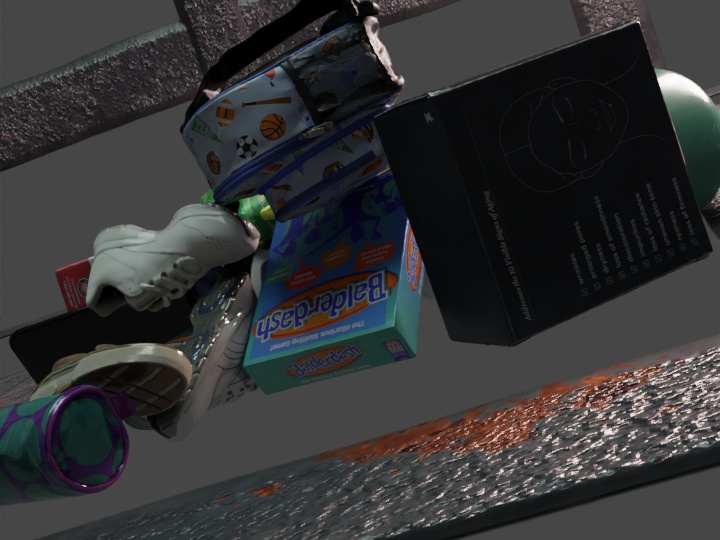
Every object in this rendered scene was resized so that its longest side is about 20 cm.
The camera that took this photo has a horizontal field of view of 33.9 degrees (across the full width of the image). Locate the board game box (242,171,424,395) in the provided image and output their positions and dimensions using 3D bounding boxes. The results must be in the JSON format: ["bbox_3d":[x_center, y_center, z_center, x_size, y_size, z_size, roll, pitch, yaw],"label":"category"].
[{"bbox_3d":[-0.016,0.005,1.057,0.151,0.045,0.201,-17,42,24],"label":"board game box"}]

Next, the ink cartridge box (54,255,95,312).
[{"bbox_3d":[-0.245,0.034,1.425,0.198,0.146,0.084,-19,-1,4],"label":"ink cartridge box"}]

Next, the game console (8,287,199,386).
[{"bbox_3d":[-0.248,0.075,1.277,0.198,0.117,0.176,-19,7,4],"label":"game console"}]

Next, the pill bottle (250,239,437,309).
[{"bbox_3d":[0.000,0.000,1.179,0.198,0.115,0.114,-16,8,26],"label":"pill bottle"}]

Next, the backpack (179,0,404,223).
[{"bbox_3d":[-0.058,-0.126,1.036,0.189,0.155,0.200,-22,-6,-7],"label":"backpack"}]

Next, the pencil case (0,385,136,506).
[{"bbox_3d":[-0.274,0.144,0.949,0.199,0.086,0.092,-14,16,38],"label":"pencil case"}]

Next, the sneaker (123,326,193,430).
[{"bbox_3d":[-0.169,0.101,1.104,0.080,0.072,0.200,-36,1,33],"label":"sneaker"}]

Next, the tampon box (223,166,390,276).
[{"bbox_3d":[-0.055,-0.068,1.321,0.149,0.202,0.126,16,23,23],"label":"tampon box"}]

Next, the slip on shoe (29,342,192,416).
[{"bbox_3d":[-0.206,0.087,0.974,0.199,0.076,0.061,-28,37,44],"label":"slip on shoe"}]

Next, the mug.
[{"bbox_3d":[0.272,-0.131,1.146,0.114,0.187,0.152,-20,-5,-32],"label":"mug"}]

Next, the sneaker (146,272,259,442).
[{"bbox_3d":[-0.120,0.083,1.033,0.074,0.087,0.201,-24,22,32],"label":"sneaker"}]

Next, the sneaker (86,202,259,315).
[{"bbox_3d":[-0.179,-0.003,1.119,0.199,0.074,0.088,-16,48,32],"label":"sneaker"}]

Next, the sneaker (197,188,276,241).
[{"bbox_3d":[-0.142,-0.054,1.231,0.083,0.075,0.199,-23,5,-33],"label":"sneaker"}]

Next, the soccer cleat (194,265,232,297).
[{"bbox_3d":[-0.219,0.048,1.325,0.083,0.065,0.200,23,-44,-35],"label":"soccer cleat"}]

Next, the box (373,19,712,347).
[{"bbox_3d":[0.145,-0.069,0.949,0.195,0.202,0.124,-22,6,-22],"label":"box"}]
